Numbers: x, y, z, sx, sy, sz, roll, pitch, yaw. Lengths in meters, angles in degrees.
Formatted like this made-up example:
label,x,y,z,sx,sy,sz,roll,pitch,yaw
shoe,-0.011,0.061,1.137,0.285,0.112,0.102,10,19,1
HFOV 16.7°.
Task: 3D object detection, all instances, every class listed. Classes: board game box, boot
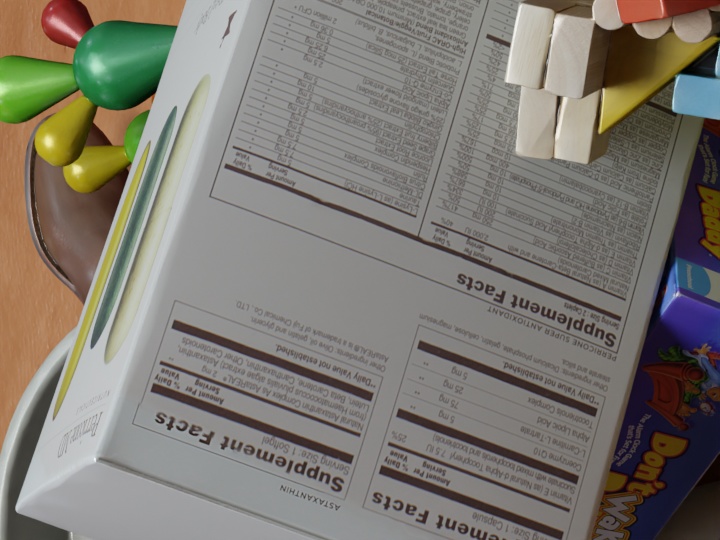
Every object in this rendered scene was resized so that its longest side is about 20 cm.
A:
label,x,y,z,sx,sy,sz,roll,pitch,yaw
board game box,0.080,0.037,0.844,0.135,0.045,0.200,-83,17,-48
boot,-0.086,-0.018,1.170,0.200,0.064,0.187,-33,75,59

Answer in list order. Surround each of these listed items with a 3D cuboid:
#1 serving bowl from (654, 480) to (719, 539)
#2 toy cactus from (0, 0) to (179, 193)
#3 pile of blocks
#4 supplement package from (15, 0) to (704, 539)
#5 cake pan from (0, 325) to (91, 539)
label,x,y,z,sx,sy,sz,roll,pitch,yaw
serving bowl,0.116,0.170,0.819,0.200,0.065,0.201,-2,87,60
toy cactus,-0.042,-0.068,0.936,0.199,0.102,0.166,26,133,11
pile of blocks,0.117,-0.088,0.662,0.082,0.062,0.200,48,112,6
supplement package,0.000,0.000,0.786,0.152,0.150,0.201,147,142,-70
cake pan,-0.057,0.106,0.947,0.199,0.037,0.202,1,91,33
